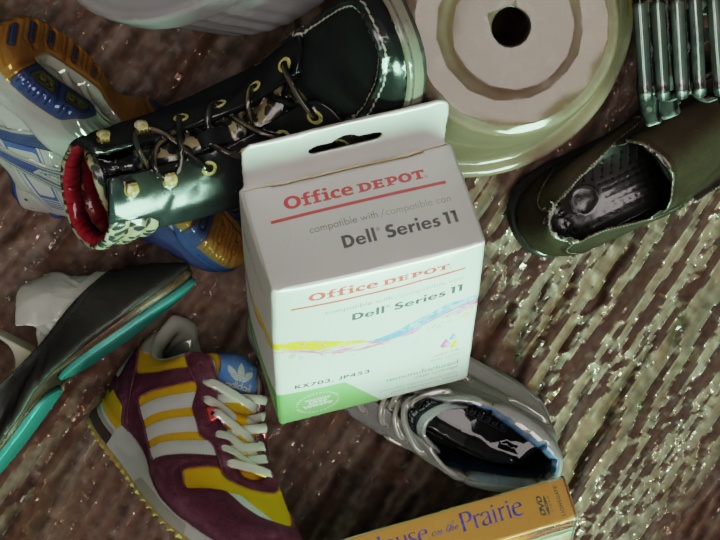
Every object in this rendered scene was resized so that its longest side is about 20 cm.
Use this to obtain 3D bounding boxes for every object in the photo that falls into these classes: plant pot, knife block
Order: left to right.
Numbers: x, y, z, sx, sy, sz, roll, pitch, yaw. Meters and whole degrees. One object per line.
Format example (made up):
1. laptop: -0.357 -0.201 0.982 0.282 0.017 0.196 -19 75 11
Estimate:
1. plant pot: 0.068 -0.143 1.080 0.200 0.175 0.201 -1 101 -6
2. knife block: 0.178 -0.186 1.080 0.064 0.176 0.200 -2 74 10

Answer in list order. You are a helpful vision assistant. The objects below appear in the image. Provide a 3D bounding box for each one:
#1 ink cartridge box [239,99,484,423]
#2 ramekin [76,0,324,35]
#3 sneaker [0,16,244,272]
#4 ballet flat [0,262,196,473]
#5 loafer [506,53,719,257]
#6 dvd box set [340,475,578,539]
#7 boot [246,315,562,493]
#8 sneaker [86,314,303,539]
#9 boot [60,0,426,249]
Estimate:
1. ink cartridge box: 0.000 0.000 1.048 0.117 0.200 0.067 -14 62 -8
2. ramekin: -0.071 -0.218 1.047 0.094 0.202 0.203 15 103 -53
3. sneaker: -0.152 -0.060 1.135 0.200 0.075 0.088 41 124 -20
4. ballet flat: -0.186 0.048 1.140 0.200 0.068 0.068 -43 89 11
5. loafer: 0.183 -0.063 1.161 0.200 0.071 0.073 -34 103 1
6. dvd box set: 0.026 0.177 1.161 0.200 0.146 0.029 -15 70 -4
7. boot: 0.029 0.069 1.159 0.200 0.096 0.074 22 98 -10
8. sneaker: -0.083 0.094 1.105 0.075 0.200 0.090 28 96 -43
9. boot: -0.063 -0.073 1.016 0.154 0.204 0.074 -20 81 -26
